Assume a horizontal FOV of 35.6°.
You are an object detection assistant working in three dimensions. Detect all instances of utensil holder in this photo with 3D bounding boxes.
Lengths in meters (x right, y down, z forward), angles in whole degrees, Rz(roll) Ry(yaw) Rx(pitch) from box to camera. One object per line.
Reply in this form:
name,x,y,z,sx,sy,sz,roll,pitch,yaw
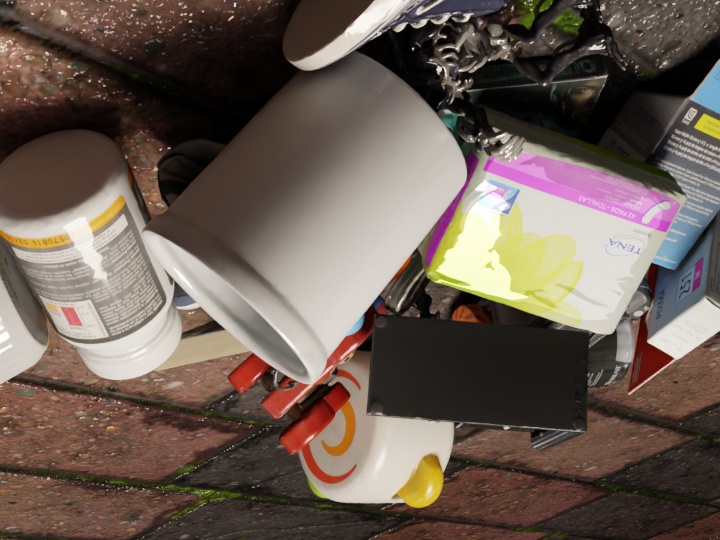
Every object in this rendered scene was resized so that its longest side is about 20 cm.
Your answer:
utensil holder,-0.038,-0.044,0.858,0.200,0.169,0.170,-50,157,-16

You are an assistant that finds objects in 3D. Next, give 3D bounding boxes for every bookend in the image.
bookend,0.102,0.113,1.086,0.198,0.093,0.199,5,166,-2

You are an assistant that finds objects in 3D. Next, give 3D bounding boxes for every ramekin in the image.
ramekin,-0.322,0.006,0.894,0.093,0.204,0.203,-21,153,-7

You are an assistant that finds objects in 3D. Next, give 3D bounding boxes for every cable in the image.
cable,0.094,-0.030,1.053,0.050,0.200,0.097,33,136,8

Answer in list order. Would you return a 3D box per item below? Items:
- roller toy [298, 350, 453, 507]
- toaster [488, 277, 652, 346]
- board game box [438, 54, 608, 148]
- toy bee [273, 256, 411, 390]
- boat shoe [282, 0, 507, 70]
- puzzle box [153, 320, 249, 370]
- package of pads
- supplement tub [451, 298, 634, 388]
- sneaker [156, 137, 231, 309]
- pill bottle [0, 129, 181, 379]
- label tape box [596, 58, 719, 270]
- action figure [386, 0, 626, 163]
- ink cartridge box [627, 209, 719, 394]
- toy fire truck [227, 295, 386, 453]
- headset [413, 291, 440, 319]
roller toy,0.022,0.194,1.388,0.139,0.184,0.199,10,170,-38
toaster,0.210,0.017,1.200,0.113,0.130,0.200,7,146,-32
board game box,0.106,-0.130,0.991,0.198,0.028,0.136,-8,153,-10
toy bee,-0.047,0.008,1.007,0.199,0.108,0.132,-20,127,-52
boat shoe,0.041,-0.194,0.793,0.199,0.075,0.092,-33,139,32
puzzle box,-0.112,0.058,1.133,0.132,0.026,0.200,-12,-176,19
package of pads,0.164,-0.037,0.978,0.198,0.068,0.156,16,115,-16
supplement tub,0.213,0.084,1.334,0.198,0.124,0.123,-2,151,-19
sneaker,-0.145,-0.040,0.984,0.202,0.077,0.146,-40,155,25
pill bottle,-0.221,-0.008,0.933,0.115,0.117,0.201,-13,135,0
label tape box,0.298,-0.108,1.059,0.143,0.063,0.201,13,118,-40
action figure,0.094,-0.153,0.855,0.199,0.103,0.119,-24,133,12
ink cartridge box,0.329,0.008,1.172,0.043,0.201,0.174,30,140,-9
toy fire truck,-0.039,0.096,1.238,0.168,0.112,0.200,-41,179,14
headset,0.000,0.000,1.118,0.199,0.095,0.123,28,133,-36
